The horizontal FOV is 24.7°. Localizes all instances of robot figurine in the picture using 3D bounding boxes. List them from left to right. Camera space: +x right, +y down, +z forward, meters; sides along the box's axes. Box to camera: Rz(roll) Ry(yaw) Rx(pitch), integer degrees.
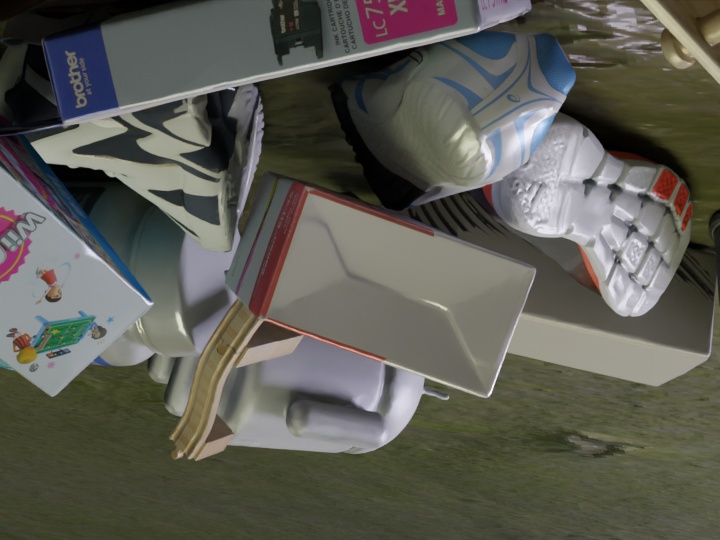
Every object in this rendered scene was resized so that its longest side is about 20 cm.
[{"bbox_3d":[-0.040,0.064,1.112,0.199,0.114,0.170,8,-151,-28],"label":"robot figurine"}]

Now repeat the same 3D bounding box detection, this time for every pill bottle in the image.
[{"bbox_3d":[-0.180,0.001,1.022,0.198,0.115,0.114,2,160,21],"label":"pill bottle"}]

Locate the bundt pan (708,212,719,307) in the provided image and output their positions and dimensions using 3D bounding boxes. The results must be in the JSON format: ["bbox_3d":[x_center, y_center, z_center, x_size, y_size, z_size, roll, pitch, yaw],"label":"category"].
[{"bbox_3d":[0.288,0.017,0.898,0.200,0.076,0.202,8,161,3],"label":"bundt pan"}]

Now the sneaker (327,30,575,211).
[{"bbox_3d":[0.038,-0.072,0.756,0.072,0.072,0.200,-29,-170,-15],"label":"sneaker"}]

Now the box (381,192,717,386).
[{"bbox_3d":[0.104,0.009,0.976,0.199,0.069,0.082,13,161,-11],"label":"box"}]

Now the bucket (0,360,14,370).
[{"bbox_3d":[-0.258,-0.012,0.876,0.205,0.136,0.207,-10,-168,2],"label":"bucket"}]

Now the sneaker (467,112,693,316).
[{"bbox_3d":[0.107,-0.042,0.863,0.082,0.077,0.200,29,176,40],"label":"sneaker"}]

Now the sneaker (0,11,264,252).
[{"bbox_3d":[-0.125,-0.076,0.835,0.129,0.080,0.199,13,166,8],"label":"sneaker"}]

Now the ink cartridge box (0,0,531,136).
[{"bbox_3d":[-0.040,-0.094,0.652,0.199,0.042,0.119,-13,-172,16],"label":"ink cartridge box"}]

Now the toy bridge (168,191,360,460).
[{"bbox_3d":[-0.063,0.040,0.981,0.027,0.201,0.067,43,-155,19],"label":"toy bridge"}]

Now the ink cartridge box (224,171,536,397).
[{"bbox_3d":[0.000,0.000,0.826,0.116,0.068,0.200,19,-178,-12],"label":"ink cartridge box"}]

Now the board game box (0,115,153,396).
[{"bbox_3d":[-0.188,-0.053,0.659,0.148,0.064,0.200,46,178,39],"label":"board game box"}]

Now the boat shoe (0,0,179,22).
[{"bbox_3d":[-0.090,-0.140,0.670,0.199,0.073,0.072,-12,-176,25],"label":"boat shoe"}]

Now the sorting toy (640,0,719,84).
[{"bbox_3d":[0.166,-0.130,0.512,0.179,0.107,0.200,-28,125,36],"label":"sorting toy"}]
